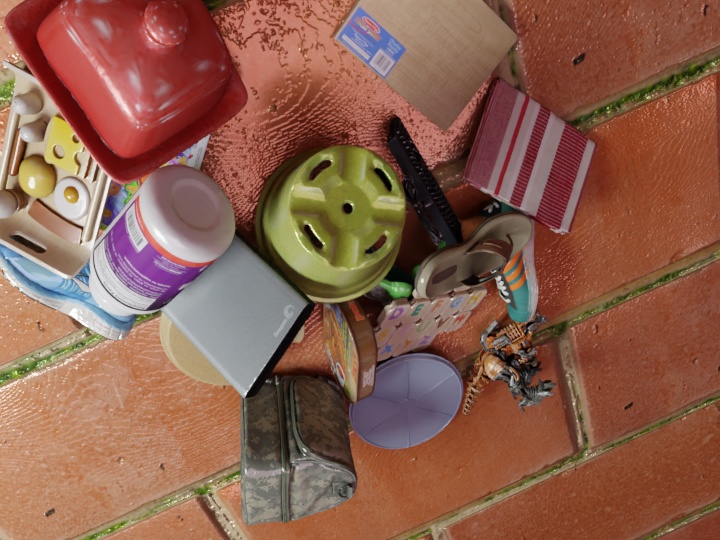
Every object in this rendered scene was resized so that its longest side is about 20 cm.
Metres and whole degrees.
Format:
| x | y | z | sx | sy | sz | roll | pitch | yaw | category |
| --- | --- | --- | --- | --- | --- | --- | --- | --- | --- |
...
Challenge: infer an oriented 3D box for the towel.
| x | y | z | sx | sy | sz | roll | pitch | yaw | category |
| --- | --- | --- | --- | --- | --- | --- | --- | --- | --- |
| 0.236 | -0.152 | 0.923 | 0.197 | 0.023 | 0.147 | 23 | 84 | -26 | towel |

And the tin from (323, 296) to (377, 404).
| x | y | z | sx | sy | sz | roll | pitch | yaw | category |
| --- | --- | --- | --- | --- | --- | --- | --- | --- | --- |
| -0.015 | 0.110 | 0.953 | 0.041 | 0.113 | 0.202 | -17 | 145 | -15 | tin |

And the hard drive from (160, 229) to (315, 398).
| x | y | z | sx | sy | sz | roll | pitch | yaw | category |
| --- | --- | --- | --- | --- | --- | --- | --- | --- | --- |
| -0.163 | 0.036 | 0.826 | 0.141 | 0.199 | 0.033 | -54 | 159 | 10 | hard drive |

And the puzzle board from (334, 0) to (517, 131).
| x | y | z | sx | sy | sz | roll | pitch | yaw | category |
| --- | --- | --- | --- | --- | --- | --- | --- | --- | --- |
| 0.084 | -0.293 | 0.838 | 0.198 | 0.018 | 0.152 | 32 | 107 | -27 | puzzle board |

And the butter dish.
| x | y | z | sx | sy | sz | roll | pitch | yaw | category |
| --- | --- | --- | --- | --- | --- | --- | --- | --- | --- |
| -0.210 | -0.224 | 0.667 | 0.199 | 0.147 | 0.202 | -41 | 107 | -28 | butter dish |

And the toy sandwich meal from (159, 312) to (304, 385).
| x | y | z | sx | sy | sz | roll | pitch | yaw | category |
| --- | --- | --- | --- | --- | --- | --- | --- | --- | --- |
| -0.181 | 0.070 | 0.939 | 0.199 | 0.071 | 0.210 | -5 | 121 | -8 | toy sandwich meal |

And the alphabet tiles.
| x | y | z | sx | sy | sz | roll | pitch | yaw | category |
| --- | --- | --- | --- | --- | --- | --- | --- | --- | --- |
| 0.098 | 0.068 | 0.979 | 0.196 | 0.015 | 0.197 | -8 | 142 | -38 | alphabet tiles |

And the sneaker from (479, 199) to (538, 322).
| x | y | z | sx | sy | sz | roll | pitch | yaw | category |
| --- | --- | --- | --- | --- | --- | --- | --- | --- | --- |
| 0.215 | -0.011 | 0.998 | 0.078 | 0.072 | 0.205 | -12 | 112 | -7 | sneaker |

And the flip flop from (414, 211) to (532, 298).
| x | y | z | sx | sy | sz | roll | pitch | yaw | category |
| --- | --- | --- | --- | --- | --- | --- | --- | --- | --- |
| 0.158 | -0.013 | 0.886 | 0.197 | 0.057 | 0.083 | -25 | 129 | -28 | flip flop |

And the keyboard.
| x | y | z | sx | sy | sz | roll | pitch | yaw | category |
| --- | --- | --- | --- | --- | --- | --- | --- | --- | --- |
| 0.089 | -0.099 | 0.883 | 0.020 | 0.129 | 0.201 | -20 | 125 | 26 | keyboard |

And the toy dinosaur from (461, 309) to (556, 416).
| x | y | z | sx | sy | sz | roll | pitch | yaw | category |
| --- | --- | --- | --- | --- | --- | --- | --- | --- | --- |
| 0.237 | 0.152 | 1.094 | 0.134 | 0.103 | 0.200 | 35 | 124 | -12 | toy dinosaur |

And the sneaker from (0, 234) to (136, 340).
| x | y | z | sx | sy | sz | roll | pitch | yaw | category |
| --- | --- | --- | --- | --- | --- | --- | --- | --- | --- |
| -0.369 | 0.005 | 0.860 | 0.199 | 0.078 | 0.091 | 36 | 86 | -32 | sneaker |

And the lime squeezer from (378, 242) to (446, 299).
| x | y | z | sx | sy | sz | roll | pitch | yaw | category |
| --- | --- | --- | --- | --- | --- | --- | --- | --- | --- |
| 0.066 | -0.001 | 0.937 | 0.197 | 0.072 | 0.038 | -21 | 166 | -28 | lime squeezer |

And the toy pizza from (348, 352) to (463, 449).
| x | y | z | sx | sy | sz | roll | pitch | yaw | category |
| --- | --- | --- | --- | --- | --- | --- | --- | --- | --- |
| 0.074 | 0.211 | 1.099 | 0.195 | 0.032 | 0.205 | -7 | 123 | -11 | toy pizza |

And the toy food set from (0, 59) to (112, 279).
| x | y | z | sx | sy | sz | roll | pitch | yaw | category |
| --- | --- | --- | --- | --- | --- | --- | --- | --- | --- |
| -0.362 | -0.110 | 0.758 | 0.141 | 0.061 | 0.203 | 27 | 112 | 4 | toy food set |

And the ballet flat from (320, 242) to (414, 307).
| x | y | z | sx | sy | sz | roll | pitch | yaw | category |
| --- | --- | --- | --- | --- | --- | --- | --- | --- | --- |
| 0.000 | 0.000 | 0.950 | 0.199 | 0.072 | 0.072 | 39 | 104 | -27 | ballet flat |

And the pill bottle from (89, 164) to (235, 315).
| x | y | z | sx | sy | sz | roll | pitch | yaw | category |
| --- | --- | --- | --- | --- | --- | --- | --- | --- | --- |
| -0.236 | -0.024 | 0.767 | 0.111 | 0.114 | 0.199 | 31 | 135 | -27 | pill bottle |

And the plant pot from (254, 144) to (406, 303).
| x | y | z | sx | sy | sz | roll | pitch | yaw | category |
| --- | --- | --- | --- | --- | --- | --- | --- | --- | --- |
| -0.027 | -0.064 | 0.790 | 0.195 | 0.184 | 0.207 | 0 | 87 | -9 | plant pot |

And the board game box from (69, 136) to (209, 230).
| x | y | z | sx | sy | sz | roll | pitch | yaw | category |
| --- | --- | --- | --- | --- | --- | --- | --- | --- | --- |
| -0.262 | -0.140 | 0.811 | 0.131 | 0.045 | 0.204 | 14 | 114 | -21 | board game box |

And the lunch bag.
| x | y | z | sx | sy | sz | roll | pitch | yaw | category |
| --- | --- | --- | --- | --- | --- | --- | --- | --- | --- |
| -0.094 | 0.253 | 0.985 | 0.163 | 0.202 | 0.142 | -1 | 122 | -10 | lunch bag |
